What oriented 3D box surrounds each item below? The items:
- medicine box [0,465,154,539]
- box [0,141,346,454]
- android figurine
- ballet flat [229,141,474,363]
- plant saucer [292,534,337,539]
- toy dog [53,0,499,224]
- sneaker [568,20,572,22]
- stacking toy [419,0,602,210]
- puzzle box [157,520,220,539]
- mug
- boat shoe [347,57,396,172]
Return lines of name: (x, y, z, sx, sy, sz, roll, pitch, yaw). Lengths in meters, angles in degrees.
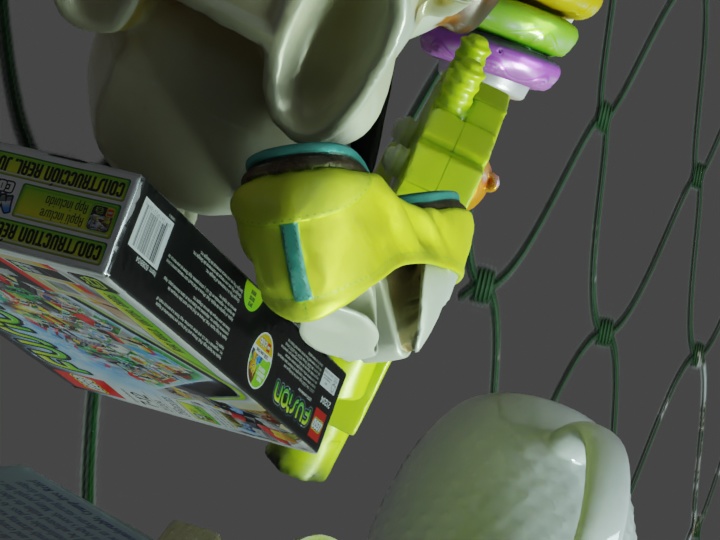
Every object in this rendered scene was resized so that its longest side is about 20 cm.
medicine box: (-0.158, 0.161, 0.651, 0.199, 0.103, 0.183, -2, 105, -41)
box: (-0.088, 0.008, 0.814, 0.035, 0.110, 0.200, -71, 156, -14)
android figurine: (0.013, -0.009, 1.041, 0.182, 0.041, 0.201, -70, -176, -69)
ballet flat: (0.000, 0.000, 0.856, 0.200, 0.067, 0.067, 19, 60, -75)
plant saucer: (-0.053, 0.210, 1.040, 0.200, 0.031, 0.201, -43, 139, -53)
toy dog: (-0.012, -0.111, 0.899, 0.200, 0.139, 0.194, -48, 152, -51)
sneaker: (0.117, -0.197, 1.233, 0.112, 0.073, 0.201, 22, 80, -66)
stacking toy: (0.067, -0.123, 1.125, 0.110, 0.116, 0.201, 11, 98, -69)
puzzle box: (-0.091, 0.225, 1.030, 0.133, 0.025, 0.201, -53, 148, -43)
mug: (0.081, 0.150, 1.201, 0.200, 0.147, 0.176, 132, -23, -57)
boat shoe: (0.003, -0.126, 1.025, 0.069, 0.056, 0.201, 39, 66, -65)
